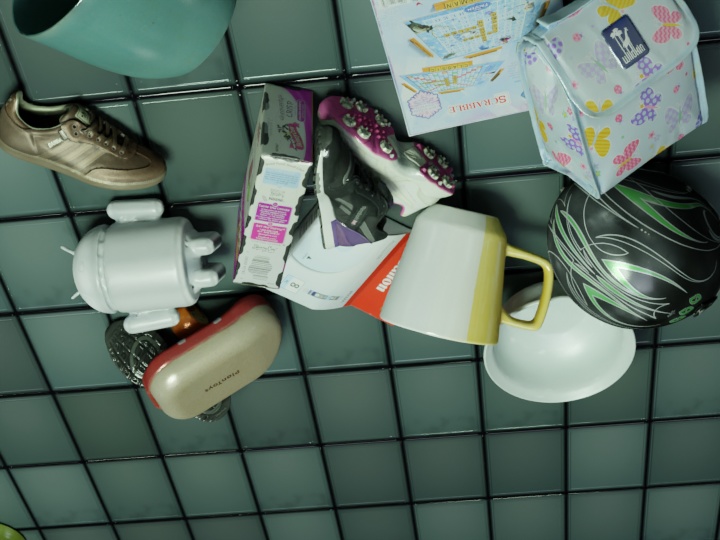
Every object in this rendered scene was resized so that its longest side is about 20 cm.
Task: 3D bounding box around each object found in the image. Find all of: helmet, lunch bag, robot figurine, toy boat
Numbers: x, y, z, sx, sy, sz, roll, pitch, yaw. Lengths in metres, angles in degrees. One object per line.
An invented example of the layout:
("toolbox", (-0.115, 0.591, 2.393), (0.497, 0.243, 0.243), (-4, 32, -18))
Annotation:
("helmet", (0.322, -0.027, 1.443), (0.190, 0.200, 0.200), (7, 136, -30))
("lunch bag", (0.265, -0.206, 1.267), (0.169, 0.127, 0.200), (-33, 130, -13))
("robot figurine", (-0.273, -0.006, 1.505), (0.199, 0.113, 0.170), (-5, 96, 5))
("toy boat", (-0.207, 0.095, 1.600), (0.200, 0.131, 0.131), (-31, 151, -12))

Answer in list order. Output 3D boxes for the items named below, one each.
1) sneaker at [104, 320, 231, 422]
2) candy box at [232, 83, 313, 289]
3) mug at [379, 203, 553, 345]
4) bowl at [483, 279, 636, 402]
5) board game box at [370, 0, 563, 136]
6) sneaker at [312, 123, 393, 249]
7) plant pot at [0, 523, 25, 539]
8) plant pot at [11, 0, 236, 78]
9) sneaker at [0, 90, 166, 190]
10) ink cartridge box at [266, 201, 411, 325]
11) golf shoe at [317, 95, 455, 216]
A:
("sneaker", (-0.274, 0.142, 1.672), (0.200, 0.076, 0.091), (41, 168, -10))
("candy box", (-0.102, -0.097, 1.402), (0.061, 0.137, 0.200), (8, 134, -10))
("mug", (0.127, 0.003, 1.487), (0.186, 0.149, 0.154), (10, 94, -35))
("bowl", (0.260, 0.078, 1.598), (0.201, 0.090, 0.201), (1, 133, 1))
("board game box", (0.126, -0.254, 1.315), (0.199, 0.041, 0.200), (-10, 133, 9))
("sneaker", (-0.007, -0.100, 1.377), (0.087, 0.076, 0.200), (-2, 149, 4))
("plant pot", (-0.624, 0.522, 1.955), (0.200, 0.193, 0.201), (0, 133, 1))
("plant pot", (-0.221, -0.285, 1.193), (0.200, 0.201, 0.161), (-36, 137, 29))
("sneaker", (-0.321, -0.151, 1.397), (0.200, 0.071, 0.076), (12, 132, -12))
("ink cartridge box", (0.000, 0.000, 1.554), (0.200, 0.047, 0.160), (26, 128, -19))
("golf shoe", (0.018, -0.128, 1.417), (0.200, 0.075, 0.091), (33, 129, -26))
